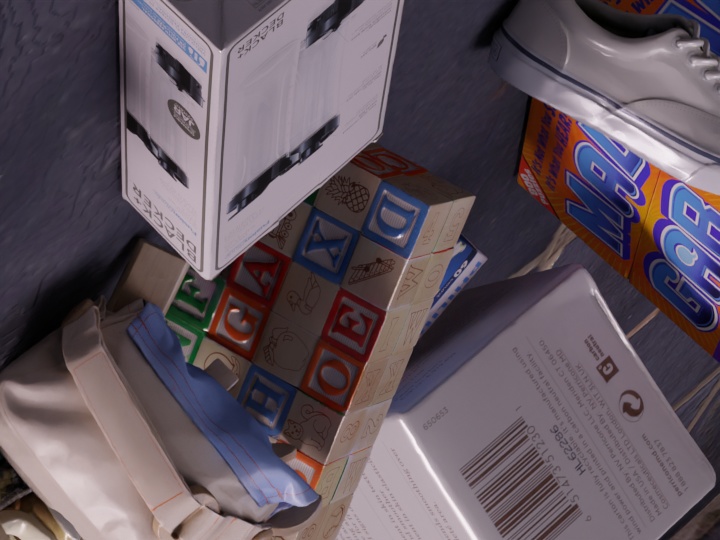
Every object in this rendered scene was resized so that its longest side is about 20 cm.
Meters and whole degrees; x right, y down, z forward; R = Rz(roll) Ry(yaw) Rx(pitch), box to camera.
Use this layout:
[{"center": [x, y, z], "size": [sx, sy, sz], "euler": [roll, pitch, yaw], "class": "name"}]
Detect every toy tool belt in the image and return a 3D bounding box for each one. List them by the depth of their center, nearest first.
[{"center": [-0.073, 0.092, 1.182], "size": [0.123, 0.200, 0.125], "euler": [-43, -175, -16], "class": "toy tool belt"}]

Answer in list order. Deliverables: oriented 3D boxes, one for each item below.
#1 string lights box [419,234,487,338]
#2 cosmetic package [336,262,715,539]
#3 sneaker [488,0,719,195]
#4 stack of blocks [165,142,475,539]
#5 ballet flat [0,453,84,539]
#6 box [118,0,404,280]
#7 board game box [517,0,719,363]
[{"center": [0.000, 0.000, 1.395], "size": [0.103, 0.059, 0.200], "euler": [-49, 165, 4], "class": "string lights box"}, {"center": [0.070, 0.117, 1.544], "size": [0.166, 0.167, 0.200], "euler": [-39, -168, -29], "class": "cosmetic package"}, {"center": [0.170, -0.099, 1.369], "size": [0.073, 0.200, 0.071], "euler": [-79, -165, -65], "class": "sneaker"}, {"center": [-0.037, 0.029, 1.258], "size": [0.059, 0.115, 0.200], "euler": [-15, 131, -63], "class": "stack of blocks"}, {"center": [-0.176, 0.127, 1.224], "size": [0.200, 0.072, 0.072], "euler": [-29, 156, -50], "class": "ballet flat"}, {"center": [-0.042, -0.091, 1.057], "size": [0.117, 0.060, 0.200], "euler": [-42, 163, -20], "class": "box"}, {"center": [0.241, -0.095, 1.540], "size": [0.200, 0.200, 0.200], "euler": [-42, 164, -17], "class": "board game box"}]
